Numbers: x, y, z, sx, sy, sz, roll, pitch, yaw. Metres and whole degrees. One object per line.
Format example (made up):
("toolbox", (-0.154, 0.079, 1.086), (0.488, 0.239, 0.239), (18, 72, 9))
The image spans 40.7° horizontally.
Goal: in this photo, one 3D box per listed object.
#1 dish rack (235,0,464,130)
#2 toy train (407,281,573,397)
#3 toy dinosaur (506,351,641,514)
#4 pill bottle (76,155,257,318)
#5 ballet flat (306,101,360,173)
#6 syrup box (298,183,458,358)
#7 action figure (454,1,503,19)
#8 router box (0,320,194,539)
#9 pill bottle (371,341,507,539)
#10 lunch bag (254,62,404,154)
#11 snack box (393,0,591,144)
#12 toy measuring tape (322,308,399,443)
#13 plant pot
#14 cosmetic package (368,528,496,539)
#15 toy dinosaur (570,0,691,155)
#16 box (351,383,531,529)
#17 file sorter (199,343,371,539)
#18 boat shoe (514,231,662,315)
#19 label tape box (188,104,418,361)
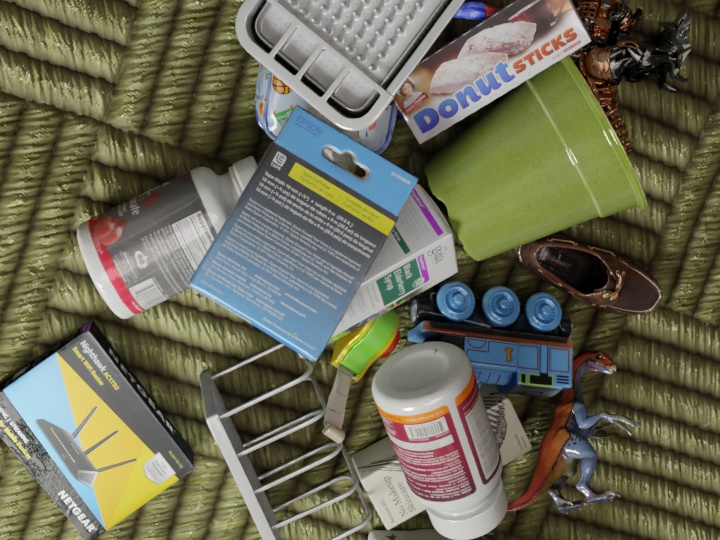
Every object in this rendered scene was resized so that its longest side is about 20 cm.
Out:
("dish rack", (-0.004, -0.254, 0.925), (0.171, 0.044, 0.201), (39, 102, 4))
("toy train", (0.149, 0.081, 1.106), (0.197, 0.087, 0.116), (7, 73, -12))
("toy dinosaur", (0.252, 0.181, 1.133), (0.198, 0.105, 0.184), (6, 62, -28))
("pill bottle", (-0.185, -0.040, 1.018), (0.198, 0.111, 0.112), (-26, 107, -3))
("ballet flat", (-0.040, -0.084, 1.010), (0.071, 0.072, 0.201), (3, 138, -11))
("syrup box", (0.000, 0.000, 1.027), (0.198, 0.082, 0.079), (-28, 150, -5))
("action figure", (0.065, -0.274, 0.974), (0.197, 0.052, 0.066), (0, 97, -12))
("router box", (-0.302, 0.180, 1.081), (0.148, 0.051, 0.201), (-35, 107, -2))
("pill bottle", (0.091, 0.186, 1.045), (0.108, 0.110, 0.202), (-22, 118, -4))
("lunch bag", (-0.025, -0.218, 1.024), (0.158, 0.076, 0.203), (6, 102, -14))
("snack box", (0.126, -0.209, 0.970), (0.199, 0.024, 0.072), (-29, 103, 21))
("toy measuring tape", (0.003, 0.090, 1.049), (0.073, 0.201, 0.074), (7, 134, 7))
("plant pot", (0.175, -0.107, 1.040), (0.189, 0.200, 0.201), (-30, 107, 10))
("cosmetic package", (0.093, 0.438, 1.158), (0.163, 0.165, 0.203), (3, 103, -12))
("toy dinosaur", (0.283, -0.235, 1.070), (0.134, 0.102, 0.203), (-6, 110, 2))
("box", (0.096, 0.217, 1.154), (0.199, 0.068, 0.083), (-30, 109, -2))
("file sorter", (-0.082, 0.201, 1.083), (0.123, 0.139, 0.202), (-23, 107, -6))
("boat shoe", (0.272, 0.008, 1.135), (0.198, 0.070, 0.071), (19, 99, -15))
("label tape box", (-0.054, -0.034, 0.945), (0.143, 0.063, 0.201), (31, 83, 0))
